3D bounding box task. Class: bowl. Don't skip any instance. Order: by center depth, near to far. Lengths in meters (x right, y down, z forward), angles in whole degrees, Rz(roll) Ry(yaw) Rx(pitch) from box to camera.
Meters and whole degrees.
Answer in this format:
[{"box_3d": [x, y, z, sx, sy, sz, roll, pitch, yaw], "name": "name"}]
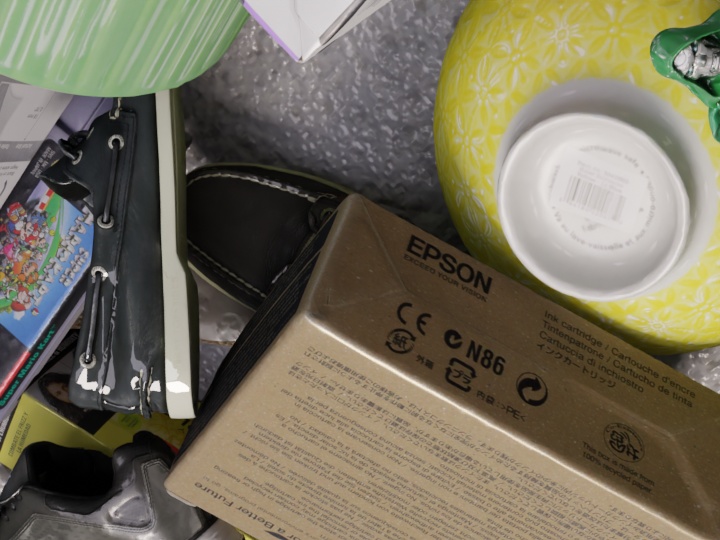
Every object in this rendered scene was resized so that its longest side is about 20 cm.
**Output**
[{"box_3d": [0.110, -0.045, 0.818, 0.198, 0.108, 0.202, 10, 115, 21], "name": "bowl"}]

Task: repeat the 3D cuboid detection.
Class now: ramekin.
[{"box_3d": [-0.118, -0.166, 0.822, 0.199, 0.200, 0.098, 37, 130, 6], "name": "ramekin"}]

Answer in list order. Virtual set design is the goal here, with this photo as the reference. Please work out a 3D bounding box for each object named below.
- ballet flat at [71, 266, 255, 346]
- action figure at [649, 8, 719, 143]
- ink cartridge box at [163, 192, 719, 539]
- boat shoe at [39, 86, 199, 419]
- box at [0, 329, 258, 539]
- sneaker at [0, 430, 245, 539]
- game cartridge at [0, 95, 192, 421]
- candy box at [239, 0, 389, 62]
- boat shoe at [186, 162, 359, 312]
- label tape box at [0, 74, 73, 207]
[{"box_3d": [-0.107, 0.006, 0.982, 0.198, 0.046, 0.068, -1, 80, 19], "name": "ballet flat"}, {"box_3d": [0.205, -0.073, 0.748, 0.198, 0.055, 0.120, 4, 102, -6], "name": "action figure"}, {"box_3d": [0.038, 0.078, 0.847, 0.199, 0.076, 0.165, 29, 142, -10], "name": "ink cartridge box"}, {"box_3d": [-0.109, -0.032, 0.876, 0.065, 0.075, 0.202, -5, 82, -1], "name": "boat shoe"}, {"box_3d": [-0.088, 0.109, 0.997, 0.199, 0.075, 0.050, 33, 121, 10], "name": "box"}, {"box_3d": [-0.153, 0.129, 0.957, 0.199, 0.066, 0.091, -22, 100, 28], "name": "sneaker"}, {"box_3d": [-0.183, -0.020, 0.959, 0.129, 0.038, 0.201, 39, 101, 18], "name": "game cartridge"}, {"box_3d": [-0.019, -0.189, 0.758, 0.168, 0.200, 0.072, 47, 123, 0], "name": "candy box"}, {"box_3d": [0.000, 0.001, 0.900, 0.199, 0.066, 0.072, 26, 85, 7], "name": "boat shoe"}, {"box_3d": [-0.223, -0.028, 0.880, 0.063, 0.144, 0.201, 38, 102, 12], "name": "label tape box"}]
